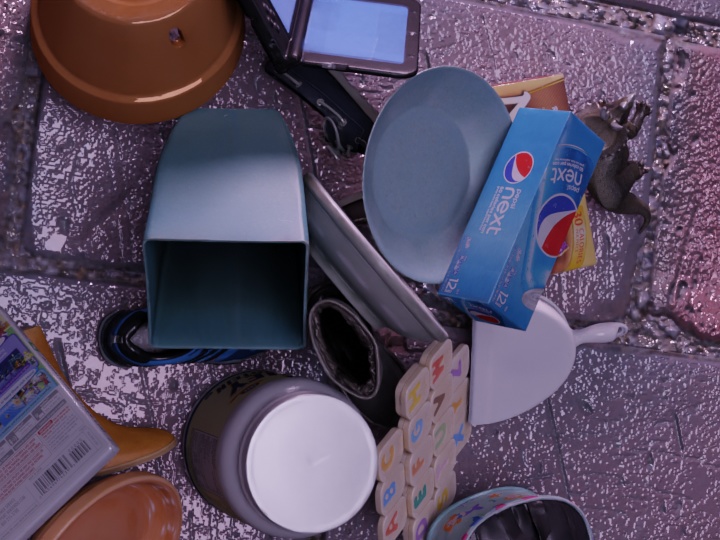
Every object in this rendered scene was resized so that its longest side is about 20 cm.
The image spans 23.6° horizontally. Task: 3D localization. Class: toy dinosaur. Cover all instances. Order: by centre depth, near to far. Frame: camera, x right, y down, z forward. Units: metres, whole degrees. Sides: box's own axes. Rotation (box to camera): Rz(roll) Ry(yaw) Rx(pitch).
[{"bbox_3d":[0.256,-0.114,1.771,0.102,0.077,0.200,-46,144,-38],"label":"toy dinosaur"}]

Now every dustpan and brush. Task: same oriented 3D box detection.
[{"bbox_3d":[0.195,0.078,1.767,0.200,0.057,0.140,-5,110,-18],"label":"dustpan and brush"}]

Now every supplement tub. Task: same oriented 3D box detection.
[{"bbox_3d":[-0.074,0.168,1.590,0.145,0.200,0.145,0,90,-20],"label":"supplement tub"}]

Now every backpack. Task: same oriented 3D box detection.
[{"bbox_3d":[0.147,0.314,1.696,0.177,0.151,0.200,-14,102,-24],"label":"backpack"}]

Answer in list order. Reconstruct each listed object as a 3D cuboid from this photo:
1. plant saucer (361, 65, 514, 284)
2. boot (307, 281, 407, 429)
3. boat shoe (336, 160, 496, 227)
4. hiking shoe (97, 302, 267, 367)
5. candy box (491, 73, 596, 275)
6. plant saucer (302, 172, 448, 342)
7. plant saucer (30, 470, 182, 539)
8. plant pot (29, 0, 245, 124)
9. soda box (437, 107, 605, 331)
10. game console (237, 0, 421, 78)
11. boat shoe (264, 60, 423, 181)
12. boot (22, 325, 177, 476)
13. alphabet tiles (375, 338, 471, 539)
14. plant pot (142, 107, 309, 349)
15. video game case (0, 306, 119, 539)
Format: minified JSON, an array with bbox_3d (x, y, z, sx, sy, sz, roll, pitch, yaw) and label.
[{"bbox_3d":[0.066,-0.089,1.596,0.201,0.039,0.201,-8,102,-40],"label":"plant saucer"},{"bbox_3d":[0.004,0.090,1.617,0.073,0.200,0.182,-38,100,-5],"label":"boot"},{"bbox_3d":[0.073,-0.064,1.688,0.200,0.072,0.060,-12,90,5],"label":"boat shoe"},{"bbox_3d":[-0.144,0.059,1.626,0.200,0.087,0.075,-12,94,-19],"label":"hiking shoe"},{"bbox_3d":[0.163,-0.092,1.755,0.116,0.056,0.200,-11,95,-17],"label":"candy box"},{"bbox_3d":[0.000,0.000,1.586,0.050,0.200,0.200,-41,103,2],"label":"plant saucer"},{"bbox_3d":[-0.244,0.265,1.563,0.037,0.200,0.200,32,75,28],"label":"plant saucer"},{"bbox_3d":[-0.201,-0.249,1.545,0.200,0.140,0.200,2,71,-5],"label":"plant pot"},{"bbox_3d":[0.151,-0.049,1.606,0.064,0.068,0.200,34,75,-41],"label":"soda box"},{"bbox_3d":[-0.034,-0.265,1.593,0.116,0.200,0.176,-23,115,14],"label":"game console"},{"bbox_3d":[-0.015,-0.144,1.656,0.062,0.075,0.200,-41,78,2],"label":"boat shoe"},{"bbox_3d":[-0.277,0.120,1.587,0.201,0.071,0.144,-11,94,-15],"label":"boot"},{"bbox_3d":[0.065,0.167,1.662,0.196,0.015,0.200,-45,141,-47],"label":"alphabet tiles"},{"bbox_3d":[-0.118,-0.050,1.569,0.141,0.141,0.200,1,47,-2],"label":"plant pot"},{"bbox_3d":[-0.338,0.160,1.516,0.200,0.022,0.182,-44,70,1],"label":"video game case"}]
